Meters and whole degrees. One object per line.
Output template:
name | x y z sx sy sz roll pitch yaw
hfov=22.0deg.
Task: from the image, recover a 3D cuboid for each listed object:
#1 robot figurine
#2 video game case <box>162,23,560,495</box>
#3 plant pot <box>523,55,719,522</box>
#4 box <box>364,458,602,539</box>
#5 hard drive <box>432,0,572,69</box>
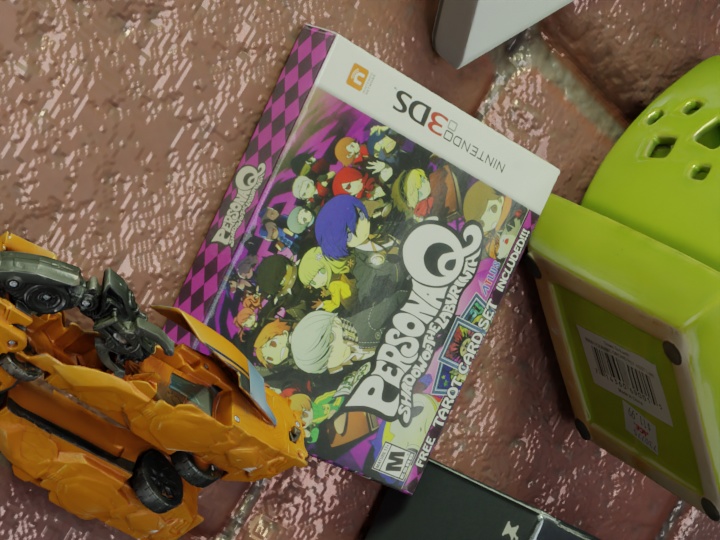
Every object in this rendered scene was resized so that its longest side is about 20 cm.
robot figurine | -0.127 0.055 0.843 0.145 0.058 0.200 -34 129 25
video game case | 0.000 0.000 0.967 0.181 0.036 0.201 27 87 -40
plant pot | 0.216 0.020 1.049 0.181 0.200 0.199 -31 123 -19
box | 0.080 0.235 1.053 0.198 0.123 0.201 31 83 -42
hard drive | 0.127 -0.197 0.970 0.200 0.027 0.132 -33 156 -27
